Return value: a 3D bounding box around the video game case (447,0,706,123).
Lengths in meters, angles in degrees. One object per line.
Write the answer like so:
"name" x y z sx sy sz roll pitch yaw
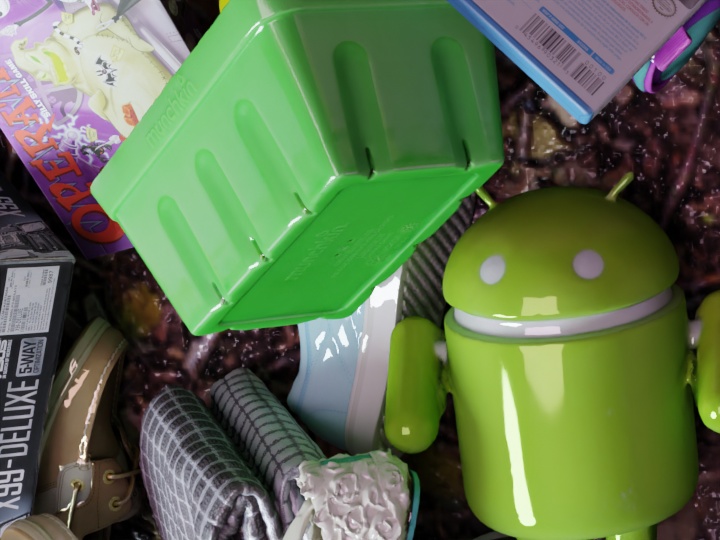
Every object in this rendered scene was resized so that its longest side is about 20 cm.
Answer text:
"video game case" 0.113 -0.182 1.064 0.143 0.018 0.200 43 80 7

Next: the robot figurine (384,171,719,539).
"robot figurine" 0.101 0.051 1.171 0.175 0.116 0.201 -4 105 12

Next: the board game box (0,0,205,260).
"board game box" -0.133 -0.098 1.233 0.120 0.032 0.200 -12 128 25

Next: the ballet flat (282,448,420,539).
"ballet flat" -0.019 0.180 1.156 0.071 0.072 0.201 11 96 23

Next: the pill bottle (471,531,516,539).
"pill bottle" 0.072 0.217 1.185 0.112 0.200 0.113 3 111 9

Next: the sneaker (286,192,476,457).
"sneaker" 0.000 0.000 1.232 0.082 0.074 0.201 22 112 24

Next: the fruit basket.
"fruit basket" -0.030 -0.096 1.138 0.215 0.155 0.217 14 107 55

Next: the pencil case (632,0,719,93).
"pencil case" 0.083 -0.172 1.114 0.200 0.092 0.085 41 115 7

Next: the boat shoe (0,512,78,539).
"boat shoe" -0.133 0.193 1.334 0.072 0.065 0.200 26 150 44

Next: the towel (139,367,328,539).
"towel" -0.051 0.169 1.265 0.085 0.166 0.201 -16 108 -14

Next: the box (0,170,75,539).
"box" -0.221 0.045 1.329 0.158 0.050 0.201 44 130 47

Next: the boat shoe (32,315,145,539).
"boat shoe" -0.152 0.119 1.358 0.066 0.074 0.201 21 120 7
